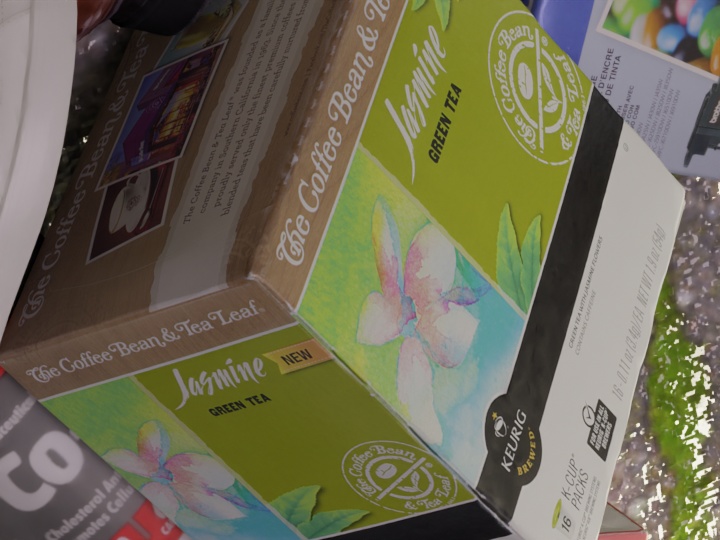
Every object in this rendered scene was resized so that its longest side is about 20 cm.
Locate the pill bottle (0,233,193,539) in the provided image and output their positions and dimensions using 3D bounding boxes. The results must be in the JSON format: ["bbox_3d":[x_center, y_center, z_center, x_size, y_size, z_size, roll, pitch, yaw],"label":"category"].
[{"bbox_3d":[-0.149,0.036,1.052,0.114,0.114,0.200,-46,121,-5],"label":"pill bottle"}]

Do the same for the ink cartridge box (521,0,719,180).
[{"bbox_3d":[0.121,-0.103,1.180,0.200,0.042,0.120,8,103,-26],"label":"ink cartridge box"}]

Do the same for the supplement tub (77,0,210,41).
[{"bbox_3d":[-0.147,-0.140,0.997,0.200,0.107,0.107,12,102,-29],"label":"supplement tub"}]

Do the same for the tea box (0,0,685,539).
[{"bbox_3d":[0.000,0.000,1.050,0.197,0.133,0.200,44,46,-31],"label":"tea box"}]

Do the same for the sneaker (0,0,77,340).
[{"bbox_3d":[-0.169,-0.026,0.928,0.115,0.074,0.200,15,92,-26],"label":"sneaker"}]

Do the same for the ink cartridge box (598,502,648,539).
[{"bbox_3d":[0.050,0.199,1.233,0.116,0.067,0.200,-2,108,-25],"label":"ink cartridge box"}]
